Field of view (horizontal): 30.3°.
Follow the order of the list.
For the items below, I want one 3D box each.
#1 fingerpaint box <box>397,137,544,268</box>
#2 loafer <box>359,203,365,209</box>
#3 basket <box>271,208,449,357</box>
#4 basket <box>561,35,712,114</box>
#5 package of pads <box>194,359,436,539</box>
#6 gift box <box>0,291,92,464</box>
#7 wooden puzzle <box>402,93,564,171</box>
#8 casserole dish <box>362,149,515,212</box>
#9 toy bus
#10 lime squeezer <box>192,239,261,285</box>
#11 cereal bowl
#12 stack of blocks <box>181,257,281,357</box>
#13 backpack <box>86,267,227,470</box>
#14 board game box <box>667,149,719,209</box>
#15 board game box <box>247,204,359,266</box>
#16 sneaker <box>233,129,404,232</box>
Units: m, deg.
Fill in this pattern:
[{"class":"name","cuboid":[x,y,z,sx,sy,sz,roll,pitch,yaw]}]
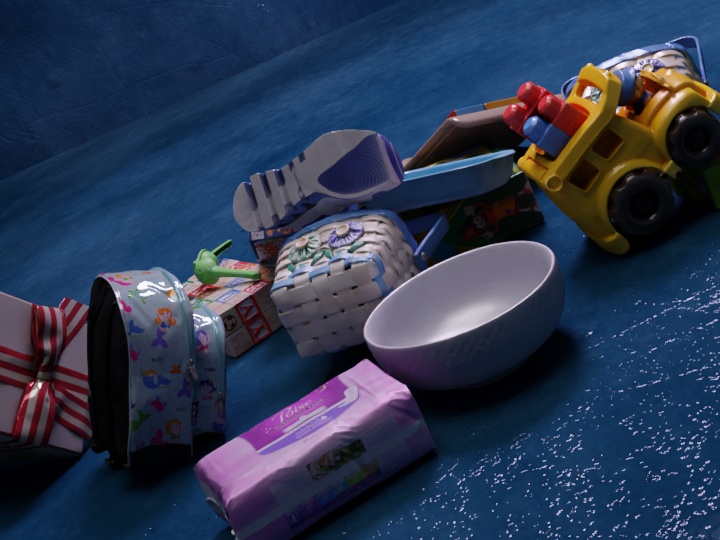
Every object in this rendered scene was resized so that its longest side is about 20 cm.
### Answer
[{"class":"fingerpaint box","cuboid":[0.117,-0.083,1.653,0.167,0.073,0.200,-25,19,1]},{"class":"loafer","cuboid":[-0.023,-0.079,1.825,0.200,0.070,0.068,-23,19,8]},{"class":"basket","cuboid":[0.000,0.000,1.463,0.176,0.139,0.200,-18,15,22]},{"class":"basket","cuboid":[0.335,-0.202,1.586,0.176,0.139,0.200,-22,29,15]},{"class":"package of pads","cuboid":[-0.044,0.167,1.202,0.200,0.076,0.121,-31,21,-14]},{"class":"gift box","cuboid":[-0.413,0.126,1.563,0.187,0.185,0.200,-12,-20,34]},{"class":"wooden puzzle","cuboid":[0.164,-0.189,1.765,0.185,0.037,0.200,-14,-8,-23]},{"class":"casserole dish","cuboid":[0.089,-0.100,1.534,0.200,0.039,0.121,-9,8,32]},{"class":"toy bus","cuboid":[0.255,-0.149,1.397,0.200,0.192,0.136,-53,18,7]},{"class":"lime squeezer","cuboid":[-0.185,-0.012,1.726,0.071,0.038,0.200,-29,18,-8]},{"class":"cereal bowl","cuboid":[0.109,0.055,1.289,0.200,0.083,0.200,-23,20,9]},{"class":"stack of blocks","cuboid":[-0.170,0.044,1.709,0.115,0.059,0.200,-34,21,-23]},{"class":"backpack","cuboid":[-0.226,0.096,1.437,0.151,0.200,0.178,-11,12,-22]},{"class":"board game box","cuboid":[0.439,-0.141,1.436,0.200,0.048,0.102,-28,19,-6]},{"class":"board game box","cuboid":[-0.067,-0.043,1.654,0.135,0.034,0.200,-7,-9,-1]},{"class":"sneaker","cuboid":[-0.034,-0.095,1.494,0.199,0.081,0.115,-19,-12,27]}]
